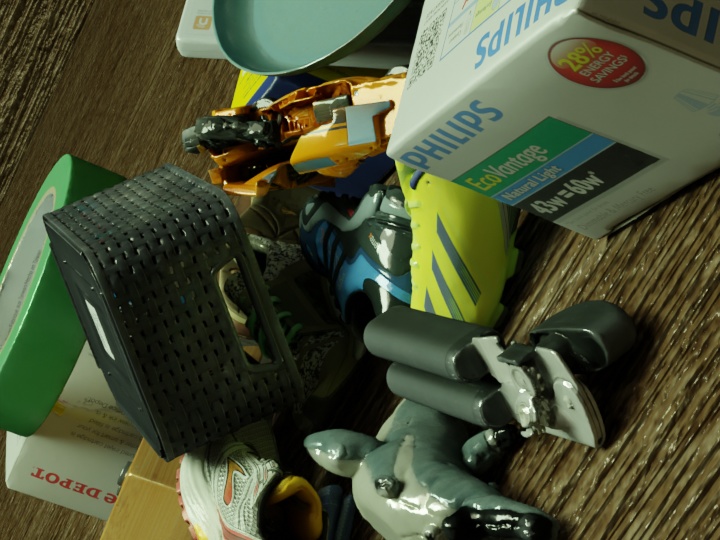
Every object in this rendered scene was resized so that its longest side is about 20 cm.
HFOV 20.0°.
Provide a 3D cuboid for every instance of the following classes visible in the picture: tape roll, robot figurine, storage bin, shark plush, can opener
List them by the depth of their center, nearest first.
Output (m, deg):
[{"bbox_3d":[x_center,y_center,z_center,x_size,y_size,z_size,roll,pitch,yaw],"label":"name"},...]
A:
[{"bbox_3d":[0.067,0.046,0.990,0.066,0.053,0.200,-35,17,-22],"label":"can opener"},{"bbox_3d":[0.041,0.096,1.008,0.083,0.091,0.200,-39,5,-12],"label":"shark plush"},{"bbox_3d":[-0.008,-0.081,1.183,0.199,0.144,0.059,-9,91,42],"label":"robot figurine"},{"bbox_3d":[-0.119,0.021,1.254,0.136,0.093,0.200,70,166,-15],"label":"storage bin"},{"bbox_3d":[-0.226,0.018,1.465,0.201,0.048,0.201,-56,21,35],"label":"tape roll"}]

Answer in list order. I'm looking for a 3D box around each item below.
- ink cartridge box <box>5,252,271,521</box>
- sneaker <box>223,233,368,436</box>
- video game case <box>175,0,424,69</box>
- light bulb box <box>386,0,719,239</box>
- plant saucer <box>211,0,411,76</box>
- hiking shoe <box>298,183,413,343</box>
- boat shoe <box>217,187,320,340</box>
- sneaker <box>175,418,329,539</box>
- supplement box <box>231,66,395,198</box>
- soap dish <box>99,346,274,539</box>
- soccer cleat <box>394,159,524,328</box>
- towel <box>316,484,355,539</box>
[{"bbox_3d":[-0.165,0.072,1.544,0.201,0.146,0.145,-61,18,21],"label":"ink cartridge box"},{"bbox_3d":[-0.051,0.037,1.325,0.077,0.088,0.200,-62,18,22],"label":"sneaker"},{"bbox_3d":[-0.007,-0.213,1.344,0.023,0.198,0.183,74,-156,-58],"label":"video game case"},{"bbox_3d":[0.122,-0.147,0.935,0.198,0.124,0.201,-33,39,63],"label":"light bulb box"},{"bbox_3d":[-0.011,-0.202,1.263,0.199,0.027,0.201,-27,45,32],"label":"plant saucer"},{"bbox_3d":[0.000,0.000,1.236,0.200,0.074,0.087,165,119,-74],"label":"hiking shoe"},{"bbox_3d":[-0.067,-0.013,1.487,0.201,0.072,0.068,-79,13,-51],"label":"boat shoe"},{"bbox_3d":[-0.053,0.143,1.183,0.082,0.078,0.200,-40,28,16],"label":"sneaker"},{"bbox_3d":[-0.011,-0.167,1.418,0.110,0.108,0.201,-44,29,56],"label":"supplement box"},{"bbox_3d":[-0.122,0.153,1.352,0.200,0.081,0.158,-73,6,-63],"label":"soap dish"},{"bbox_3d":[0.050,-0.034,1.077,0.065,0.083,0.201,-103,27,-58],"label":"soccer cleat"},{"bbox_3d":[-0.062,0.224,1.244,0.200,0.024,0.148,-43,31,55],"label":"towel"}]
